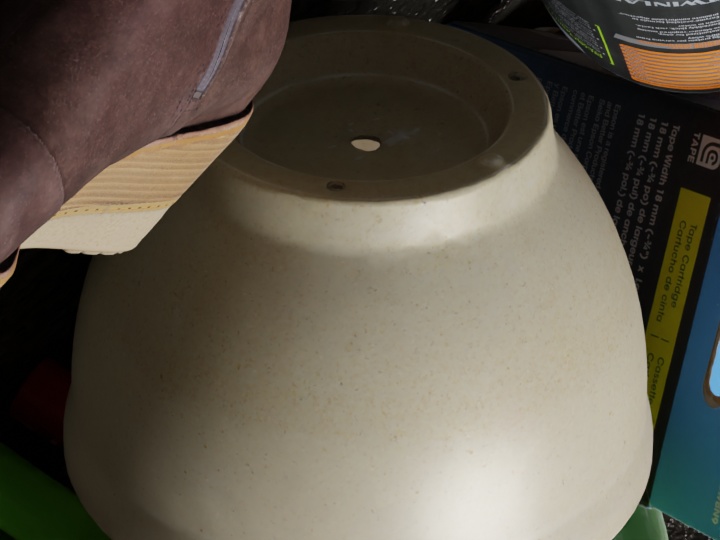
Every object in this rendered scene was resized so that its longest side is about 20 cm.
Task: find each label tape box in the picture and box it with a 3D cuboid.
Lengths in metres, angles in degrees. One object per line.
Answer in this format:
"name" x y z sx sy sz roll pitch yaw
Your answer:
"label tape box" 0.100 0.001 1.103 0.063 0.200 0.144 4 104 -42

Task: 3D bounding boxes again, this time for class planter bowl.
"planter bowl" 0.000 0.000 0.986 0.200 0.200 0.135 -32 135 -40

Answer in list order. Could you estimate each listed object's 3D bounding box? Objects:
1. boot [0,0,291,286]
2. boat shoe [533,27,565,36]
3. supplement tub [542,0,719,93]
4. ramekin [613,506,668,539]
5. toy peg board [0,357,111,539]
"boot" -0.073 -0.079 0.787 0.167 0.072 0.200 -60 161 15
"boat shoe" 0.135 -0.046 1.254 0.060 0.076 0.200 -8 154 31
"supplement tub" 0.108 -0.129 0.994 0.123 0.123 0.200 -44 167 1
"ramekin" 0.035 0.102 1.345 0.098 0.200 0.200 -42 169 26
"toy peg board" -0.099 0.083 1.152 0.199 0.098 0.200 -53 175 -39
